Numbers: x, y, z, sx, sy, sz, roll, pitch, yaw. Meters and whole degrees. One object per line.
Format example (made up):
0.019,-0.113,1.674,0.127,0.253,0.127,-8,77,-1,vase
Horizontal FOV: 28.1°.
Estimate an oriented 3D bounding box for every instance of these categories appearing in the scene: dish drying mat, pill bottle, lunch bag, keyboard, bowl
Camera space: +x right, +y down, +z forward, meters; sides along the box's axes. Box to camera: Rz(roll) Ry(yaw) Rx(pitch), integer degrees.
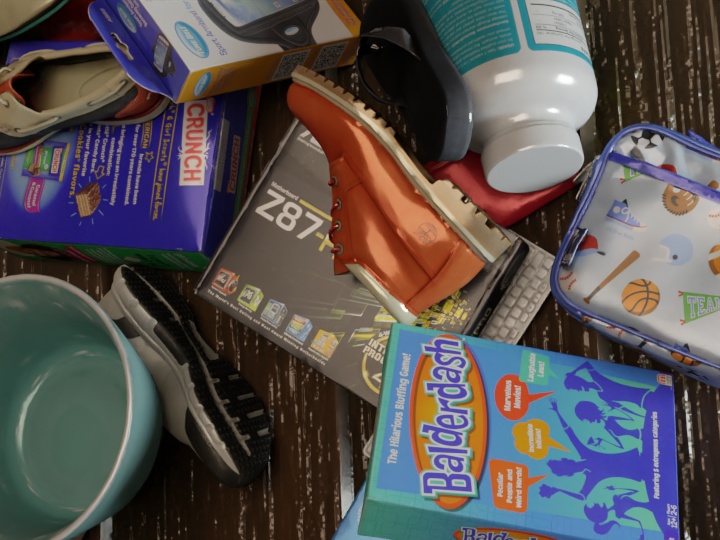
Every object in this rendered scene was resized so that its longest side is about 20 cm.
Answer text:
0.064,-0.048,1.083,0.200,0.018,0.077,-30,73,11,dish drying mat
0.105,-0.159,1.027,0.111,0.111,0.200,-15,66,15,pill bottle
0.235,-0.012,0.991,0.200,0.076,0.160,25,86,20,lunch bag
0.076,0.066,1.061,0.056,0.011,0.200,33,91,21,keyboard
-0.223,0.112,1.038,0.201,0.105,0.201,-7,73,23,bowl

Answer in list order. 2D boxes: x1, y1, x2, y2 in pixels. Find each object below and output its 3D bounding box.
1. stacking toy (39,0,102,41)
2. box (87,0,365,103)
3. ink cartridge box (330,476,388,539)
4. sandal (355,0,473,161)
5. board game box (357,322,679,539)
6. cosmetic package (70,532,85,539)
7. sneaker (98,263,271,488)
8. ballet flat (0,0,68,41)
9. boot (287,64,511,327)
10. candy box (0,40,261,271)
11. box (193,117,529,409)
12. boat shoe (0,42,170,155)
-0.243,-0.278,1.198,0.085,0.085,0.200,-7,82,17,stacking toy
-0.102,-0.193,1.080,0.119,0.200,0.041,54,136,19,box
0.068,0.240,0.996,0.200,0.067,0.116,30,90,18,ink cartridge box
0.029,-0.144,1.017,0.043,0.200,0.076,-3,119,-16,sandal
0.107,0.119,0.949,0.200,0.045,0.152,10,46,-1,board game box
-0.308,0.198,1.055,0.104,0.200,0.073,41,113,22,cosmetic package
-0.143,0.091,1.106,0.080,0.074,0.200,-46,65,21,sneaker
-0.302,-0.215,1.161,0.200,0.069,0.070,-15,73,48,ballet flat
0.000,-0.054,1.010,0.107,0.075,0.200,-45,75,9,boot
-0.189,-0.092,1.143,0.200,0.077,0.169,4,79,20,candy box
0.000,0.000,1.062,0.200,0.049,0.161,32,90,17,box
-0.244,-0.135,1.097,0.200,0.063,0.071,-6,76,19,boat shoe
